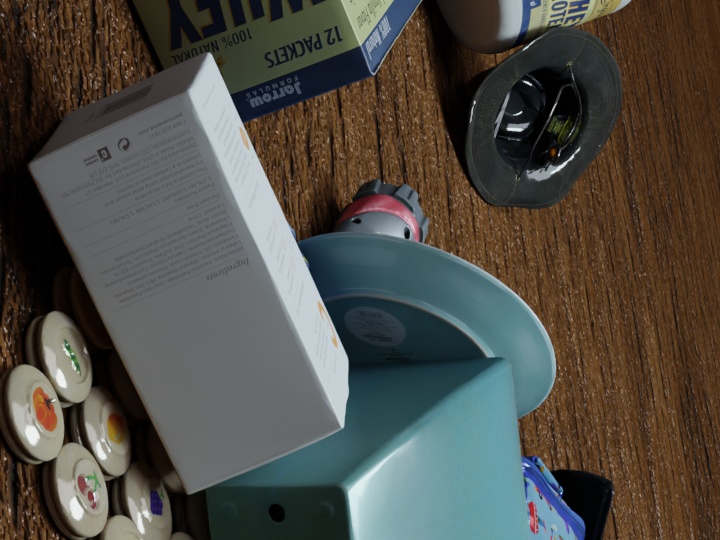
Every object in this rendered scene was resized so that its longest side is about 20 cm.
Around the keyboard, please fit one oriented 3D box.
[{"bbox_3d":[0.140,0.244,1.498,0.039,0.104,0.202,18,87,-32],"label":"keyboard"}]

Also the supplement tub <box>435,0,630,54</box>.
[{"bbox_3d":[0.177,-0.298,1.921,0.145,0.199,0.145,49,-29,40],"label":"supplement tub"}]

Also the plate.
[{"bbox_3d":[0.026,0.050,1.302,0.201,0.198,0.026,56,43,-39],"label":"plate"}]

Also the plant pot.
[{"bbox_3d":[-0.003,0.144,1.203,0.200,0.140,0.143,-24,109,-63],"label":"plant pot"}]

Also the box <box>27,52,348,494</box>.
[{"bbox_3d":[-0.089,-0.001,1.126,0.124,0.097,0.201,-86,153,-75],"label":"box"}]

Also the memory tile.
[{"bbox_3d":[-0.126,0.107,1.101,0.201,0.017,0.154,64,22,-23],"label":"memory tile"}]

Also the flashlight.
[{"bbox_3d":[0.000,0.000,1.451,0.200,0.067,0.069,-65,137,-63],"label":"flashlight"}]

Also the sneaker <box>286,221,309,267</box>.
[{"bbox_3d":[-0.074,-0.020,1.248,0.074,0.082,0.202,8,64,-67],"label":"sneaker"}]

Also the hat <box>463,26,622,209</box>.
[{"bbox_3d":[0.153,-0.155,1.936,0.081,0.201,0.201,36,-8,41],"label":"hat"}]

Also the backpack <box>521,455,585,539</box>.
[{"bbox_3d":[0.078,0.178,1.419,0.183,0.133,0.201,53,25,-45],"label":"backpack"}]

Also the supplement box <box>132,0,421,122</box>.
[{"bbox_3d":[-0.067,-0.228,1.356,0.201,0.133,0.200,66,21,-17],"label":"supplement box"}]
